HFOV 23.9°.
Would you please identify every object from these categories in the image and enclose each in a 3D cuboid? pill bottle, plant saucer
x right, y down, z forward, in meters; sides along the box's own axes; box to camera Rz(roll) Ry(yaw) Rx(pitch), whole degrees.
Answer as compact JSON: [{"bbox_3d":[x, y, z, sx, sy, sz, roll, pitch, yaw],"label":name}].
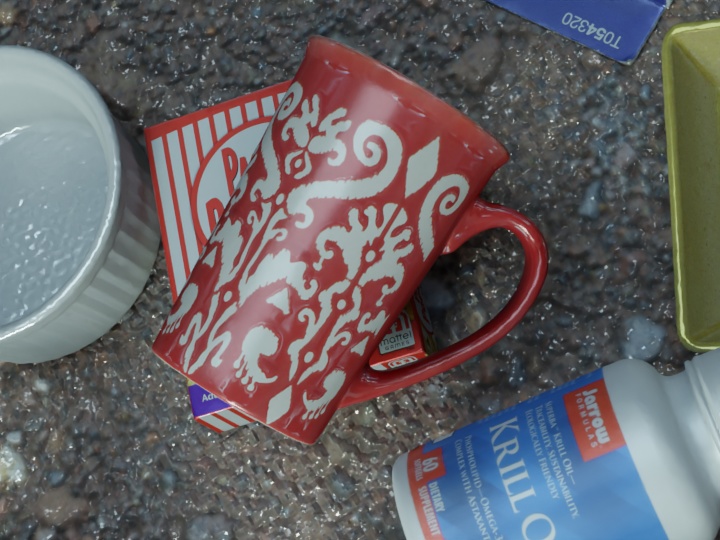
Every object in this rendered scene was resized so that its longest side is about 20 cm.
[{"bbox_3d":[0.127,0.115,0.931,0.200,0.112,0.112,-25,67,10],"label":"pill bottle"},{"bbox_3d":[0.278,-0.052,0.966,0.199,0.048,0.201,-6,72,18],"label":"plant saucer"}]

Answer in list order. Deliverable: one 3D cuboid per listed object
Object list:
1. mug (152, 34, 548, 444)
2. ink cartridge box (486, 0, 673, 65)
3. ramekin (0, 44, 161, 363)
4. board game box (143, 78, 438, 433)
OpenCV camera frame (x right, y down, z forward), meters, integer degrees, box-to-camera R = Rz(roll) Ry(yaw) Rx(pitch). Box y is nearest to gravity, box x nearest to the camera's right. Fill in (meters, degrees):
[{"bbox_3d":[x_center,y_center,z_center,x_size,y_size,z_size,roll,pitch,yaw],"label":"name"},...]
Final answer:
[{"bbox_3d":[-0.006,-0.004,0.956,0.177,0.133,0.200,31,88,25],"label":"mug"},{"bbox_3d":[0.137,-0.258,1.082,0.196,0.043,0.200,29,83,24],"label":"ink cartridge box"},{"bbox_3d":[-0.226,-0.036,1.107,0.200,0.098,0.201,-5,73,18],"label":"ramekin"},{"bbox_3d":[-0.045,-0.016,1.066,0.151,0.046,0.201,-18,69,13],"label":"board game box"}]
